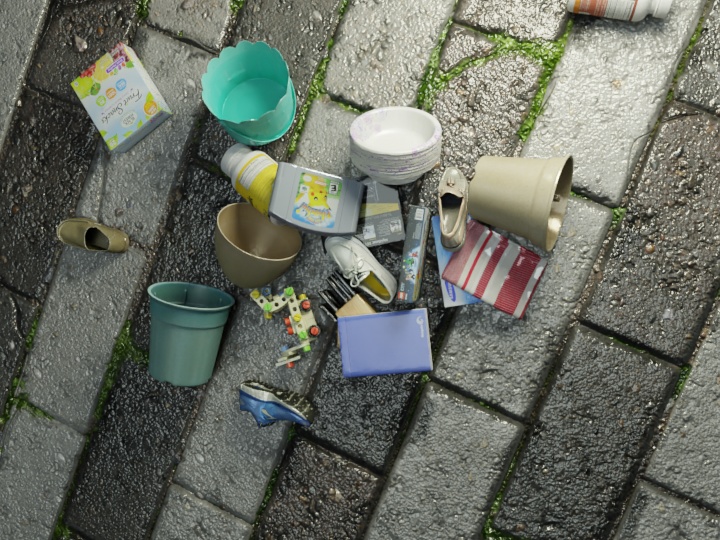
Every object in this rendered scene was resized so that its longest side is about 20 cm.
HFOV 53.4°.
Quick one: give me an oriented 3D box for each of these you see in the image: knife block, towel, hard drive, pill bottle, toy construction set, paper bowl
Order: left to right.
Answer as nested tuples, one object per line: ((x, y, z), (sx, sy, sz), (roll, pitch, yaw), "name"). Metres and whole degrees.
((-0.225, -0.203, 1.642), (0.200, 0.111, 0.112), (41, 100, 18), "pill bottle")
((-0.168, 0.124, 1.652), (0.129, 0.092, 0.203), (-17, 96, -12), "toy construction set")
((0.002, 0.088, 1.625), (0.197, 0.064, 0.179), (3, 93, 13), "knife block")
((0.053, 0.160, 1.570), (0.197, 0.025, 0.134), (-6, 90, 13), "hard drive")
((0.076, -0.262, 1.544), (0.197, 0.202, 0.105), (7, 130, 13), "paper bowl")
((0.290, -0.002, 1.543), (0.198, 0.023, 0.146), (28, 88, -3), "towel")
((0.531, -0.573, 1.459), (0.197, 0.112, 0.114), (13, 94, 12), "pill bottle")

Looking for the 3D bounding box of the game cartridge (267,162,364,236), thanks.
((-0.096, -0.148, 1.556), (0.197, 0.040, 0.136), (13, 81, -9), "game cartridge")

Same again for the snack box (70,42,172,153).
((-0.582, -0.419, 1.748), (0.168, 0.068, 0.201), (-35, 86, 11), "snack box")

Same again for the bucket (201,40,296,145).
((-0.244, -0.390, 1.608), (0.204, 0.135, 0.211), (-1, 73, 5), "bucket")

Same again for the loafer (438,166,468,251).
((0.198, -0.142, 1.534), (0.071, 0.063, 0.203), (-4, 63, 17), "loafer")

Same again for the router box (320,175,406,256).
((0.001, -0.129, 1.625), (0.197, 0.052, 0.160), (-10, 90, 13), "router box")

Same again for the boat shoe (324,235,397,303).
((-0.003, 0.004, 1.581), (0.202, 0.086, 0.074), (44, 115, -13), "boat shoe")

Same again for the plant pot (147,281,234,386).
((-0.407, 0.150, 1.667), (0.197, 0.200, 0.199), (15, 103, 12), "plant pot")

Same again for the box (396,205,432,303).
((0.118, -0.036, 1.557), (0.037, 0.137, 0.203), (9, 93, 11), "box")

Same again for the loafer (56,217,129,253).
((-0.673, -0.088, 1.777), (0.197, 0.067, 0.077), (9, 93, 13), "loafer")

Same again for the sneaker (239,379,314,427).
((-0.198, 0.327, 1.680), (0.197, 0.078, 0.091), (17, 102, 20), "sneaker")

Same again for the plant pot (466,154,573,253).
((0.327, -0.156, 1.493), (0.181, 0.200, 0.204), (15, 95, 24), "plant pot")

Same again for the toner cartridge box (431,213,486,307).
((0.218, -0.026, 1.582), (0.094, 0.043, 0.203), (-9, 89, 13), "toner cartridge box")

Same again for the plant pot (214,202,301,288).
((-0.247, -0.039, 1.630), (0.199, 0.200, 0.135), (33, 123, 10), "plant pot")
